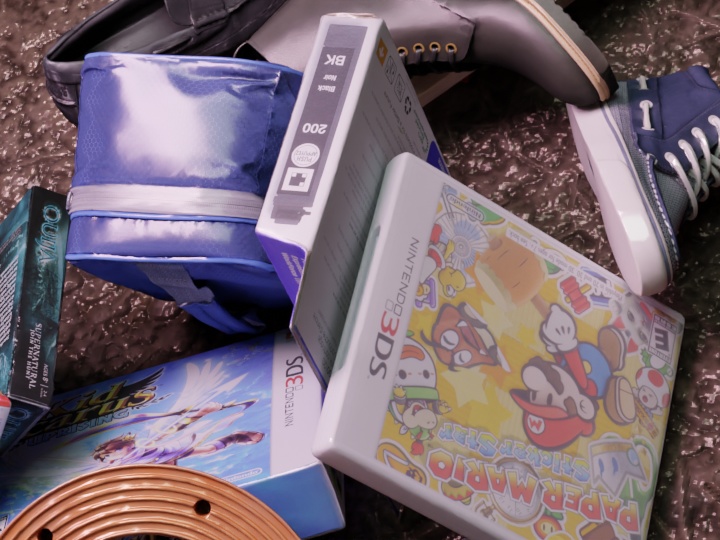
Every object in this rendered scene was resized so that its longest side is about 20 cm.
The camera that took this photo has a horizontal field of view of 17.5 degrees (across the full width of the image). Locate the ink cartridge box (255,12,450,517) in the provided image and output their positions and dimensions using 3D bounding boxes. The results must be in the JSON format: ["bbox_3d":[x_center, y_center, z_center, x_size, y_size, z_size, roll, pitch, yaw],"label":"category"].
[{"bbox_3d":[0.000,0.000,1.271,0.043,0.199,0.201,1,56,21],"label":"ink cartridge box"}]

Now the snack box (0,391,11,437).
[{"bbox_3d":[-0.261,0.135,1.256,0.142,0.053,0.201,31,104,57],"label":"snack box"}]

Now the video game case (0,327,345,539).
[{"bbox_3d":[-0.108,0.106,1.274,0.199,0.046,0.182,-16,21,5],"label":"video game case"}]

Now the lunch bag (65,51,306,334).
[{"bbox_3d":[-0.081,-0.035,1.316,0.135,0.200,0.133,5,82,17],"label":"lunch bag"}]

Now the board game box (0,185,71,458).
[{"bbox_3d":[-0.221,0.058,1.319,0.028,0.200,0.136,18,54,-25],"label":"board game box"}]

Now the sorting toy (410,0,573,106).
[{"bbox_3d":[0.052,-0.215,1.466,0.199,0.070,0.199,-35,69,-10],"label":"sorting toy"}]

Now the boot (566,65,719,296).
[{"bbox_3d":[0.175,-0.060,1.312,0.090,0.073,0.200,-14,32,3],"label":"boot"}]

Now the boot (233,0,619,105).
[{"bbox_3d":[0.038,-0.120,1.360,0.200,0.078,0.139,37,81,28],"label":"boot"}]

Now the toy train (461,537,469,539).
[{"bbox_3d":[0.065,0.175,1.234,0.045,0.034,0.201,9,59,10],"label":"toy train"}]

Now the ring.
[{"bbox_3d":[-0.105,0.197,1.176,0.199,0.019,0.202,0,91,5],"label":"ring"}]

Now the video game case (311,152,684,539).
[{"bbox_3d":[0.079,0.059,1.230,0.023,0.199,0.183,-31,37,50],"label":"video game case"}]

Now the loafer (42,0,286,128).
[{"bbox_3d":[-0.116,-0.166,1.502,0.200,0.071,0.068,-36,54,-10],"label":"loafer"}]
